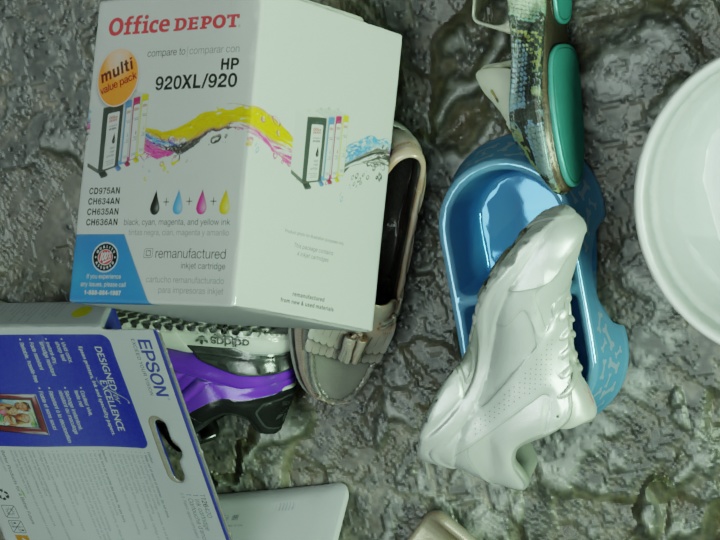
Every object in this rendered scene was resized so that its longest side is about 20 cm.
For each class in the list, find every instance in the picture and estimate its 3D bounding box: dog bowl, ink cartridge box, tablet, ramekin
[{"bbox_3d":[0.110,0.012,1.551,0.111,0.050,0.201,-7,97,22],"label":"dog bowl"},{"bbox_3d":[-0.186,0.111,1.616,0.199,0.047,0.198,-1,122,26],"label":"ink cartridge box"},{"bbox_3d":[-0.080,-0.069,1.511,0.147,0.144,0.201,1,83,38],"label":"ink cartridge box"},{"bbox_3d":[-0.111,0.205,1.639,0.199,0.130,0.014,-7,132,22],"label":"tablet"},{"bbox_3d":[0.276,-0.048,1.446,0.200,0.105,0.201,4,101,20],"label":"ramekin"}]

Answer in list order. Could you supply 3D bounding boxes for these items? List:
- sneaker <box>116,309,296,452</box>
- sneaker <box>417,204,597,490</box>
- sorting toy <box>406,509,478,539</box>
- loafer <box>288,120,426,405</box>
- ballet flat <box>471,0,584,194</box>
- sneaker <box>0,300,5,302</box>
[{"bbox_3d":[-0.139,0.078,1.647,0.199,0.070,0.100,6,105,20],"label":"sneaker"},{"bbox_3d":[0.114,0.052,1.499,0.099,0.078,0.200,26,117,7],"label":"sneaker"},{"bbox_3d":[0.066,0.294,1.630,0.185,0.036,0.200,39,111,9],"label":"sorting toy"},{"bbox_3d":[0.000,0.000,1.570,0.072,0.063,0.201,7,105,-22],"label":"loafer"},{"bbox_3d":[0.106,-0.147,1.508,0.074,0.074,0.201,-2,86,21],"label":"ballet flat"},{"bbox_3d":[-0.305,0.062,1.712,0.200,0.075,0.085,23,123,14],"label":"sneaker"}]
